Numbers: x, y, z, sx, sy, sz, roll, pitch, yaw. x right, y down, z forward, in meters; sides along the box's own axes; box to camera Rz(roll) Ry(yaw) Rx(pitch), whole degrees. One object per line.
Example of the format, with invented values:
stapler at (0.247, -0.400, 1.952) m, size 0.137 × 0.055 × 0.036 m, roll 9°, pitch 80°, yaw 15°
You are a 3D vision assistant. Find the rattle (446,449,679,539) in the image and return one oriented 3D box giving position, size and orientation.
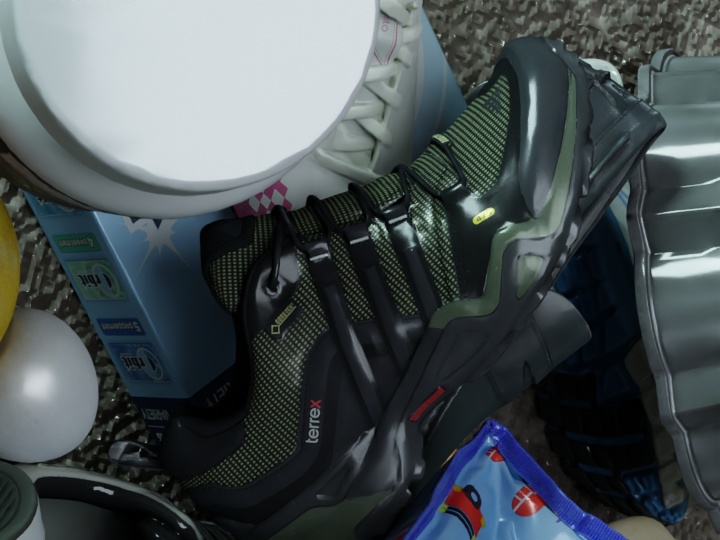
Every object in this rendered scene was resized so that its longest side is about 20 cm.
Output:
rattle at (0.069, 0.116, 0.948) m, size 0.199 × 0.142 × 0.131 m, roll -10°, pitch 128°, yaw -52°

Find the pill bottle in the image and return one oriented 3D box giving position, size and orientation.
pill bottle at (-0.065, -0.073, 0.680) m, size 0.113 × 0.200 × 0.115 m, roll -1°, pitch 92°, yaw -14°

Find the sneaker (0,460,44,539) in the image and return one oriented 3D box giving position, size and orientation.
sneaker at (-0.183, 0.135, 0.708) m, size 0.198 × 0.084 × 0.122 m, roll -12°, pitch 120°, yaw -2°

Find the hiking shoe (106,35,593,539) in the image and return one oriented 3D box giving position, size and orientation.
hiking shoe at (0.000, 0.000, 0.765) m, size 0.100 × 0.076 × 0.201 m, roll 31°, pitch 88°, yaw -14°

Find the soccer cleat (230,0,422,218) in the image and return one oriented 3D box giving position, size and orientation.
soccer cleat at (-0.009, -0.081, 0.801) m, size 0.069 × 0.086 × 0.202 m, roll -13°, pitch 97°, yaw -37°

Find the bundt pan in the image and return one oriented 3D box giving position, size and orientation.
bundt pan at (0.173, 0.003, 0.944) m, size 0.202 × 0.075 × 0.204 m, roll -10°, pitch 90°, yaw -67°

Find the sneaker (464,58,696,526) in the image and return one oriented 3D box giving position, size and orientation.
sneaker at (0.111, 0.005, 0.958) m, size 0.086 × 0.075 × 0.202 m, roll -27°, pitch 105°, yaw -40°

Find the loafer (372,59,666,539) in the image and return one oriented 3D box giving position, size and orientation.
loafer at (0.050, 0.015, 0.846) m, size 0.070 × 0.068 × 0.202 m, roll 24°, pitch 78°, yaw 8°

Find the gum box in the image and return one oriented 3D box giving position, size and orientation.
gum box at (-0.046, -0.059, 0.855) m, size 0.170 × 0.044 × 0.201 m, roll -38°, pitch 110°, yaw -32°

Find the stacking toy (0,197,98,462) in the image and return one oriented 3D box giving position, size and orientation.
stacking toy at (-0.156, -0.003, 0.714) m, size 0.200 × 0.145 × 0.147 m, roll 47°, pitch 63°, yaw -32°

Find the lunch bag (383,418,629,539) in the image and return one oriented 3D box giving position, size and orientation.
lunch bag at (-0.002, 0.160, 0.740) m, size 0.094 × 0.151 × 0.200 m, roll 38°, pitch 32°, yaw 16°

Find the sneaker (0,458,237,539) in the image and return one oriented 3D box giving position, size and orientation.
sneaker at (-0.072, 0.116, 0.804) m, size 0.199 × 0.087 × 0.076 m, roll 21°, pitch 75°, yaw -37°
